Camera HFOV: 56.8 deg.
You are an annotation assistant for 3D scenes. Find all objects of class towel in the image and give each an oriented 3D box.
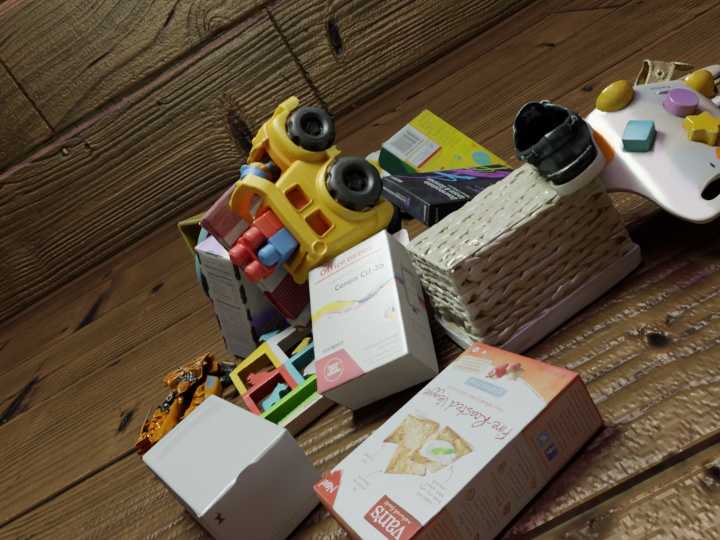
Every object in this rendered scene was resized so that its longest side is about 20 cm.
[{"bbox_3d":[-0.107,-0.034,0.890,0.023,0.200,0.144,-22,24,44],"label":"towel"}]

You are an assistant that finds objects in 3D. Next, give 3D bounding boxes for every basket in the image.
[{"bbox_3d":[0.164,-0.017,0.701,0.200,0.124,0.136,-33,20,-7],"label":"basket"}]

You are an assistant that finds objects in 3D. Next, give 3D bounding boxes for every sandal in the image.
[{"bbox_3d":[0.440,-0.285,1.018,0.211,0.070,0.078,-27,20,15],"label":"sandal"}]

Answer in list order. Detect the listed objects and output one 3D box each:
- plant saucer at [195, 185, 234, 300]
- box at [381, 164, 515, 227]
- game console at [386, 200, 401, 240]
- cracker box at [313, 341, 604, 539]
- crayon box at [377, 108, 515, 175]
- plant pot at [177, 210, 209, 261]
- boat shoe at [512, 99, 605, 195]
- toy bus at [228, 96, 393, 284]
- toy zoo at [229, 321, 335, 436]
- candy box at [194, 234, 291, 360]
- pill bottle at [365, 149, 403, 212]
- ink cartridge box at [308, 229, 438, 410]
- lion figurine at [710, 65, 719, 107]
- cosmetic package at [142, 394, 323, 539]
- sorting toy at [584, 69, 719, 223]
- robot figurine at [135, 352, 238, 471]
[{"bbox_3d":[-0.182,-0.049,0.993,0.027,0.200,0.200,24,47,20],"label":"plant saucer"},{"bbox_3d":[0.147,-0.108,0.919,0.200,0.036,0.143,-11,25,-21],"label":"box"},{"bbox_3d":[0.000,0.000,0.933,0.116,0.176,0.200,-1,24,2],"label":"game console"},{"bbox_3d":[0.074,0.149,0.532,0.200,0.058,0.134,-39,20,-18],"label":"cracker box"},{"bbox_3d":[0.143,-0.163,1.074,0.127,0.200,0.051,-43,-17,-32],"label":"crayon box"},{"bbox_3d":[-0.174,-0.046,1.209,0.200,0.196,0.194,-32,17,-29],"label":"plant pot"},{"bbox_3d":[0.184,-0.137,0.663,0.074,0.066,0.199,-38,17,24],"label":"boat shoe"},{"bbox_3d":[-0.092,-0.082,0.819,0.192,0.200,0.136,-37,-5,-27],"label":"toy bus"},{"bbox_3d":[-0.091,0.127,0.839,0.131,0.020,0.200,-37,29,-11],"label":"toy zoo"},{"bbox_3d":[-0.140,0.008,0.976,0.071,0.200,0.168,16,43,28],"label":"candy box"},{"bbox_3d":[0.076,-0.164,1.214,0.112,0.112,0.200,-35,19,-9],"label":"pill bottle"},{"bbox_3d":[0.007,0.039,0.746,0.116,0.067,0.200,-28,49,24],"label":"ink cartridge box"},{"bbox_3d":[0.429,-0.209,0.874,0.200,0.073,0.122,-28,1,-36],"label":"lion figurine"},{"bbox_3d":[-0.133,0.203,0.672,0.108,0.085,0.200,-41,22,-24],"label":"cosmetic package"},{"bbox_3d":[0.336,-0.110,0.665,0.200,0.107,0.180,-11,42,-12],"label":"sorting toy"},{"bbox_3d":[-0.237,0.182,0.921,0.145,0.058,0.200,-29,20,6],"label":"robot figurine"}]
